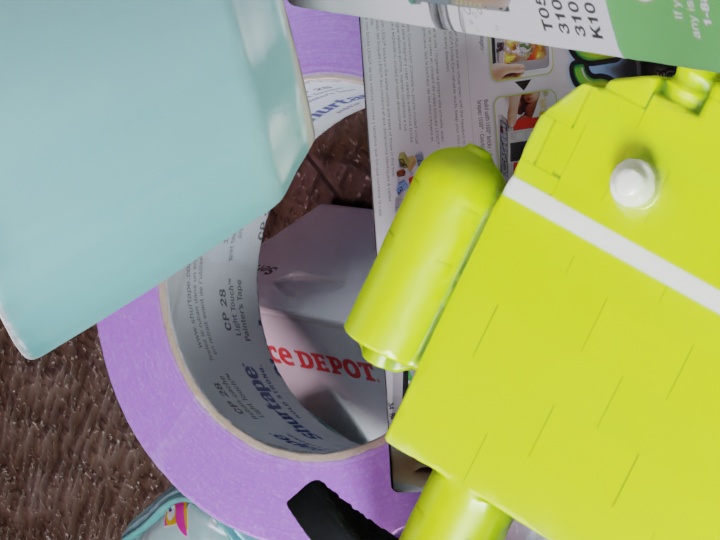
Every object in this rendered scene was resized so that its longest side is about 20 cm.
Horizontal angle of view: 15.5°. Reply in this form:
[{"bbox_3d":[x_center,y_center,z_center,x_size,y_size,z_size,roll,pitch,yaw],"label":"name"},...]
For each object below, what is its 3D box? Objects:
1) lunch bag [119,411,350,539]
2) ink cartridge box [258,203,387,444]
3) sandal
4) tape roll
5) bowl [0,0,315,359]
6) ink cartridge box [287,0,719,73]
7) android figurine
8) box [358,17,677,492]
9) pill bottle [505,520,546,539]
[{"bbox_3d":[-0.010,0.161,1.089,0.200,0.077,0.160,53,153,0],"label":"lunch bag"},{"bbox_3d":[0.032,0.079,1.105,0.145,0.084,0.201,8,128,54],"label":"ink cartridge box"},{"bbox_3d":[0.024,0.132,0.911,0.200,0.045,0.075,42,-175,-48],"label":"sandal"},{"bbox_3d":[0.000,0.000,0.964,0.199,0.066,0.202,-3,85,32],"label":"tape roll"},{"bbox_3d":[-0.077,-0.083,0.815,0.201,0.104,0.202,165,90,-89],"label":"bowl"},{"bbox_3d":[0.050,-0.143,0.735,0.199,0.084,0.147,14,124,50],"label":"ink cartridge box"},{"bbox_3d":[0.086,0.025,0.797,0.181,0.041,0.201,32,103,21],"label":"android figurine"},{"bbox_3d":[0.056,-0.030,0.863,0.110,0.035,0.202,-5,88,36],"label":"box"},{"bbox_3d":[0.141,0.138,0.968,0.200,0.116,0.117,41,150,24],"label":"pill bottle"}]
